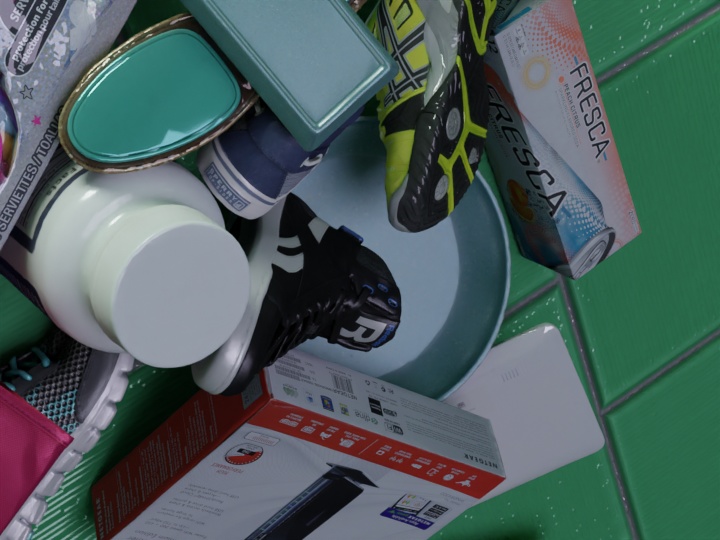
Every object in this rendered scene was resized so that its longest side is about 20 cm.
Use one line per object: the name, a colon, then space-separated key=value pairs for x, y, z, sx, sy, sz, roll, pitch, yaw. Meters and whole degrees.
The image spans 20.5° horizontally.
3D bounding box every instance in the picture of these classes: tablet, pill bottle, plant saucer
tablet: x=0.060 y=0.120 z=1.360 sx=0.200 sy=0.014 sz=0.130 roll=-24 pitch=129 yaw=3
pill bottle: x=-0.143 y=-0.021 z=1.109 sx=0.111 sy=0.200 sz=0.111 roll=-14 pitch=117 yaw=-28
plant saucer: x=0.000 y=0.000 z=1.292 sx=0.199 sy=0.036 sz=0.201 roll=-2 pitch=95 yaw=-20
plant saucer: x=-0.063 y=-0.158 z=1.032 sx=0.070 sy=0.019 sz=0.200 roll=-42 pitch=103 yaw=-10

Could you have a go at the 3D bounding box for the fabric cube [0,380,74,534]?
fabric cube: x=-0.312 y=0.091 z=1.040 sx=0.200 sy=0.196 sz=0.200 roll=42 pitch=80 yaw=-36

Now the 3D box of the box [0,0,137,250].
box: x=-0.229 y=-0.107 z=1.065 sx=0.115 sy=0.132 sz=0.200 roll=29 pitch=89 yaw=-38

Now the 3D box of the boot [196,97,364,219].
boot: x=-0.029 y=-0.098 z=1.162 sx=0.090 sy=0.200 sz=0.073 roll=-40 pitch=104 yaw=20

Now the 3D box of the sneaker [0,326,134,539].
sneaker: x=-0.210 y=0.088 z=1.186 sx=0.091 sy=0.078 sz=0.200 roll=34 pitch=85 yaw=-33

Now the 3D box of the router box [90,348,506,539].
router box: x=-0.039 y=0.136 z=1.273 sx=0.200 sy=0.049 sz=0.179 roll=21 pitch=130 yaw=-37

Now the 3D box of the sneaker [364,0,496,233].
sneaker: x=0.037 y=-0.122 z=1.257 sx=0.075 sy=0.076 sz=0.201 roll=24 pitch=73 yaw=-63

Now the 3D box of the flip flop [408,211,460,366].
flip flop: x=0.054 y=0.055 z=1.360 sx=0.081 sy=0.058 sz=0.201 roll=1 pitch=108 yaw=-34

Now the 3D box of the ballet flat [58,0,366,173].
ballet flat: x=-0.076 y=-0.115 z=1.074 sx=0.200 sy=0.065 sz=0.071 roll=-34 pitch=97 yaw=-12

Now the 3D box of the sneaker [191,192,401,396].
sneaker: x=-0.028 y=0.023 z=1.163 sx=0.112 sy=0.200 sz=0.073 roll=30 pitch=119 yaw=-11

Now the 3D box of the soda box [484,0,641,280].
soda box: x=0.125 y=-0.097 z=1.353 sx=0.068 sy=0.064 sz=0.200 roll=-34 pitch=122 yaw=-20
